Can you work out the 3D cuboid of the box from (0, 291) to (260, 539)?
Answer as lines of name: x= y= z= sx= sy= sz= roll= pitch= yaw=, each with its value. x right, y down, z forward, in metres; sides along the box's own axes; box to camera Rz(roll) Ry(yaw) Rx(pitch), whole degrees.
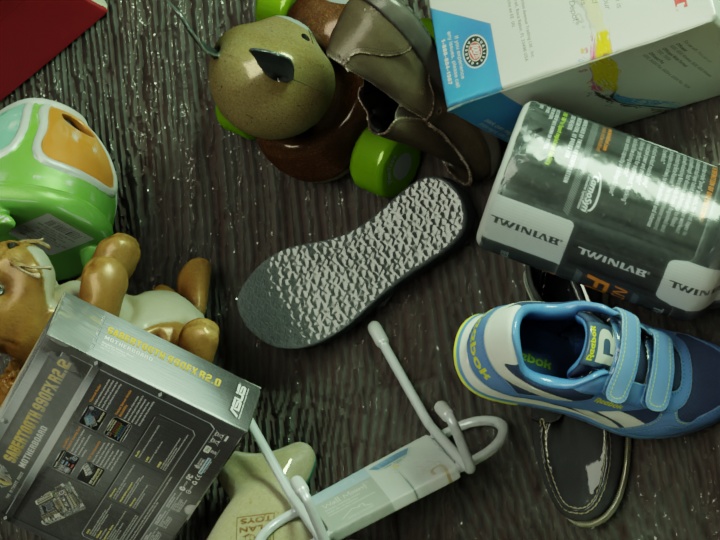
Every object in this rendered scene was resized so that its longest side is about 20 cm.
box: x=-0.184 y=0.125 z=1.613 sx=0.200 sy=0.158 sz=0.048 roll=-56 pitch=11 yaw=40

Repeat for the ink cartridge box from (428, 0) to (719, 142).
ink cartridge box: x=0.165 y=-0.189 z=1.532 sx=0.199 sy=0.144 sz=0.148 roll=-16 pitch=72 yaw=26

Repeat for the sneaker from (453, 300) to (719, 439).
sneaker: x=0.165 y=0.063 z=1.469 sx=0.199 sy=0.082 sz=0.074 roll=7 pitch=71 yaw=-13

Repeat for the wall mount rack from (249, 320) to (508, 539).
wall mount rack: x=-0.004 y=0.119 z=1.579 sx=0.199 sy=0.075 sz=0.174 roll=-27 pitch=23 yaw=-9

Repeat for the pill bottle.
pill bottle: x=0.186 y=-0.032 z=1.485 sx=0.199 sy=0.106 sz=0.107 roll=20 pitch=90 yaw=4

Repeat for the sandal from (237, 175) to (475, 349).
sandal: x=0.001 y=0.000 z=1.650 sx=0.200 sy=0.043 sz=0.076 roll=-27 pitch=79 yaw=20

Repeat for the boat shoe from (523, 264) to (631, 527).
boat shoe: x=0.140 y=0.075 z=1.540 sx=0.072 sy=0.063 sz=0.201 roll=-10 pitch=75 yaw=27

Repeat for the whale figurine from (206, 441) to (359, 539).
whale figurine: x=-0.065 y=0.224 z=1.617 sx=0.158 sy=0.104 sz=0.201 roll=-10 pitch=51 yaw=8

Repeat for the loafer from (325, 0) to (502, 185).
loafer: x=0.031 y=-0.121 z=1.567 sx=0.071 sy=0.200 sz=0.073 roll=-43 pitch=42 yaw=-4

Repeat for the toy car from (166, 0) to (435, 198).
toy car: x=-0.052 y=-0.155 z=1.616 sx=0.164 sy=0.200 sz=0.158 roll=24 pitch=92 yaw=31

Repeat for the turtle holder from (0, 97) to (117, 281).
turtle holder: x=-0.268 y=-0.053 z=1.770 sx=0.186 sy=0.140 sz=0.132 roll=131 pitch=147 yaw=-57

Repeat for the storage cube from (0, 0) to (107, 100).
storage cube: x=-0.347 y=-0.248 z=1.819 sx=0.179 sy=0.171 sz=0.201 roll=-36 pitch=65 yaw=18

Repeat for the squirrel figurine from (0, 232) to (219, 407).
squirrel figurine: x=-0.218 y=0.068 z=1.670 sx=0.142 sy=0.186 sz=0.201 roll=-99 pitch=25 yaw=-60
